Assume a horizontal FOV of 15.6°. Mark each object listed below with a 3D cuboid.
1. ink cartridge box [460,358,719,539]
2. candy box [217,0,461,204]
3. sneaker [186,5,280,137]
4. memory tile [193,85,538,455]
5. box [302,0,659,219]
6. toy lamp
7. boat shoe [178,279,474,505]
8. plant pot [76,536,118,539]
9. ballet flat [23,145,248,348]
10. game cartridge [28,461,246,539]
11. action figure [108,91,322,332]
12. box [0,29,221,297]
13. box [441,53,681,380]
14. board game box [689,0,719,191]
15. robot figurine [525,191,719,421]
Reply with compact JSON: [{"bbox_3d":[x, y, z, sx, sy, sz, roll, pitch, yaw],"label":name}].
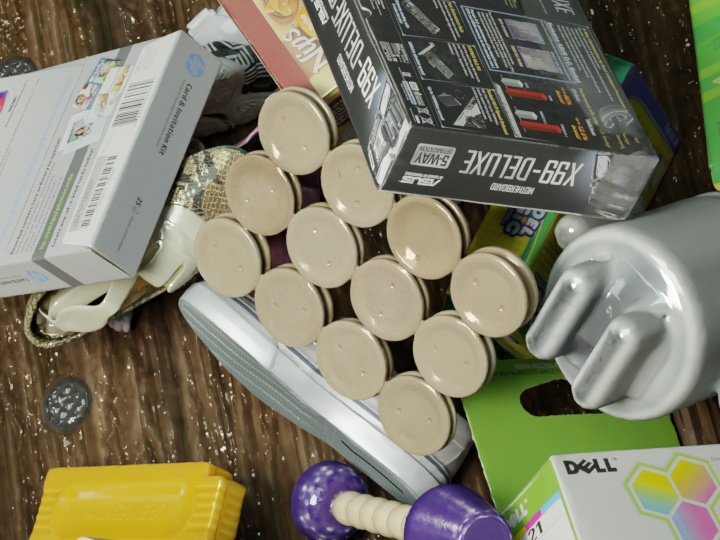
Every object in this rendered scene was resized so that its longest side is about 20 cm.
[{"bbox_3d":[0.151,0.118,1.490,0.148,0.076,0.200,-2,59,-28],"label":"ink cartridge box"},{"bbox_3d":[-0.006,-0.111,1.618,0.055,0.200,0.115,-38,61,6],"label":"candy box"},{"bbox_3d":[-0.075,-0.169,1.744,0.200,0.075,0.115,-24,62,6],"label":"sneaker"},{"bbox_3d":[0.000,0.000,1.511,0.200,0.017,0.153,40,127,16],"label":"memory tile"},{"bbox_3d":[0.061,-0.119,1.488,0.050,0.158,0.200,-63,33,36],"label":"box"},{"bbox_3d":[0.025,0.144,1.519,0.058,0.058,0.200,-62,25,-10],"label":"toy lamp"},{"bbox_3d":[-0.018,0.063,1.614,0.200,0.074,0.067,40,72,1],"label":"boat shoe"},{"bbox_3d":[-0.039,0.260,1.449,0.200,0.177,0.200,11,96,45],"label":"plant pot"},{"bbox_3d":[-0.137,-0.003,1.616,0.200,0.068,0.075,-32,19,36],"label":"ballet flat"},{"bbox_3d":[-0.155,0.215,1.605,0.176,0.032,0.200,-7,65,45],"label":"game cartridge"},{"bbox_3d":[-0.122,-0.038,1.674,0.200,0.149,0.134,3,76,9],"label":"action figure"},{"bbox_3d":[-0.186,-0.061,1.635,0.200,0.041,0.156,-8,54,47],"label":"box"},{"bbox_3d":[0.118,-0.022,1.581,0.048,0.117,0.200,24,80,29],"label":"box"},{"bbox_3d":[0.255,-0.143,1.628,0.095,0.030,0.200,-12,63,18],"label":"board game box"},{"bbox_3d":[0.185,0.018,1.511,0.170,0.200,0.113,51,132,22],"label":"robot figurine"}]
